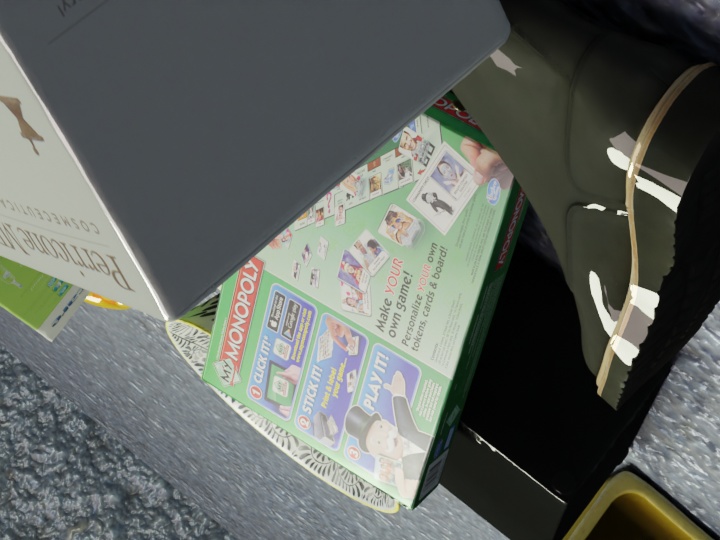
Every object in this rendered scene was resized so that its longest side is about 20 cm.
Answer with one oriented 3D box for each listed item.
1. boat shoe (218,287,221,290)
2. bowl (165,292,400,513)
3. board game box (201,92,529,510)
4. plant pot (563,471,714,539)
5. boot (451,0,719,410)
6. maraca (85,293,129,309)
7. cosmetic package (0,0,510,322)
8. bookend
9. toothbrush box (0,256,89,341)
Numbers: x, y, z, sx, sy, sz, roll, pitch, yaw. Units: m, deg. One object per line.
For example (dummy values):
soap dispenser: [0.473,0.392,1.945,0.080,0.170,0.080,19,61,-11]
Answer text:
boat shoe: [-0.079,-0.043,1.056,0.198,0.075,0.093,21,142,22]
bowl: [-0.027,0.064,1.185,0.200,0.094,0.201,35,164,11]
board game box: [0.000,0.000,0.832,0.134,0.029,0.202,30,125,21]
plant pot: [0.165,0.266,1.152,0.195,0.195,0.200,39,171,-1]
boot: [0.082,-0.040,0.695,0.138,0.077,0.201,37,152,22]
maraca: [-0.165,-0.024,1.203,0.136,0.108,0.200,15,-171,-21]
cosmetic package: [-0.088,-0.122,0.592,0.167,0.166,0.201,15,141,54]
bookend: [0.055,0.053,0.965,0.198,0.092,0.200,37,166,14]
toothbrush box: [-0.231,-0.050,1.014,0.145,0.086,0.200,37,172,12]
